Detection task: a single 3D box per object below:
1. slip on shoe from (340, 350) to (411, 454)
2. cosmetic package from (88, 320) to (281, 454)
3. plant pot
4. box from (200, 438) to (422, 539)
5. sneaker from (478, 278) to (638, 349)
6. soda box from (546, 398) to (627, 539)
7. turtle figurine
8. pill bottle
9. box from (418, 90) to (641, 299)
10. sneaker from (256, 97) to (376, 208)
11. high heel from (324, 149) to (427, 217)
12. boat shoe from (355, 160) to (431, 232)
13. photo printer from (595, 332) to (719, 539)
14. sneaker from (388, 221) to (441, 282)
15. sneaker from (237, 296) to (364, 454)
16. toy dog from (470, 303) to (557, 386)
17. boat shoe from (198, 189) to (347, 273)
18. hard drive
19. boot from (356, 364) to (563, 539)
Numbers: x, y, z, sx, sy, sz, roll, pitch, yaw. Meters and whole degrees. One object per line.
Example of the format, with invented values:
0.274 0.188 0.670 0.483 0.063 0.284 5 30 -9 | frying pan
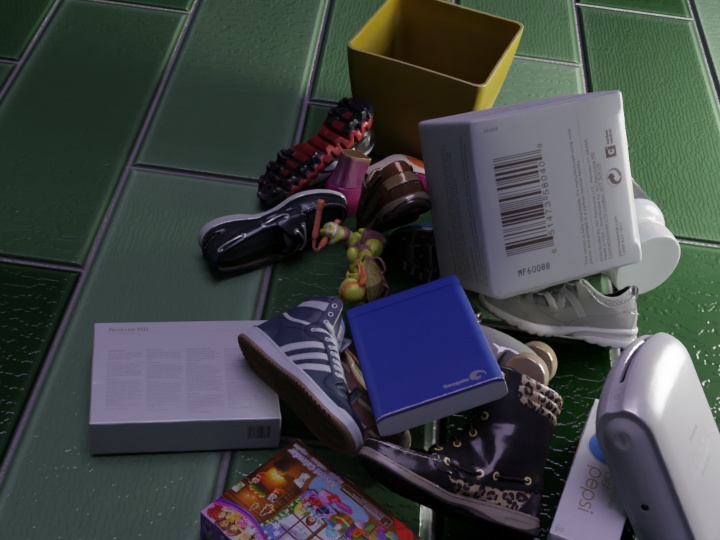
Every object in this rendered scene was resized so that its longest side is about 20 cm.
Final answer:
-0.015 0.142 1.247 0.076 0.061 0.199 -37 52 -19 | slip on shoe
-0.189 0.122 1.249 0.196 0.052 0.152 0 42 -10 | cosmetic package
0.099 -0.254 1.642 0.197 0.178 0.201 18 41 14 | plant pot
-0.039 0.263 1.115 0.199 0.040 0.136 34 47 28 | box
0.237 0.036 1.380 0.196 0.083 0.075 9 6 -8 | sneaker
0.242 0.226 1.185 0.067 0.064 0.201 19 41 13 | soda box
0.000 0.000 1.342 0.063 0.203 0.161 -14 13 13 | turtle figurine
0.322 -0.068 1.507 0.111 0.114 0.201 -9 43 -19 | pill bottle
0.194 -0.092 1.352 0.197 0.203 0.171 -13 9 -18 | box
-0.052 -0.140 1.567 0.200 0.098 0.071 -42 49 -15 | sneaker
0.035 -0.106 1.574 0.197 0.097 0.067 7 24 -33 | high heel
0.035 -0.091 1.434 0.075 0.200 0.075 -18 87 -17 | boat shoe
0.300 0.172 1.148 0.069 0.202 0.166 -14 17 35 | photo printer
0.127 -0.036 1.481 0.197 0.080 0.089 0 29 -19 | sneaker
-0.033 0.098 1.192 0.108 0.071 0.199 -30 45 -23 | sneaker
0.125 0.106 1.291 0.199 0.098 0.131 29 15 38 | toy dog
-0.101 -0.043 1.447 0.197 0.076 0.061 -20 44 -13 | boat shoe
0.062 0.082 1.193 0.130 0.026 0.201 -18 31 0 | hard drive
0.106 0.166 1.159 0.197 0.073 0.153 23 71 -5 | boot
